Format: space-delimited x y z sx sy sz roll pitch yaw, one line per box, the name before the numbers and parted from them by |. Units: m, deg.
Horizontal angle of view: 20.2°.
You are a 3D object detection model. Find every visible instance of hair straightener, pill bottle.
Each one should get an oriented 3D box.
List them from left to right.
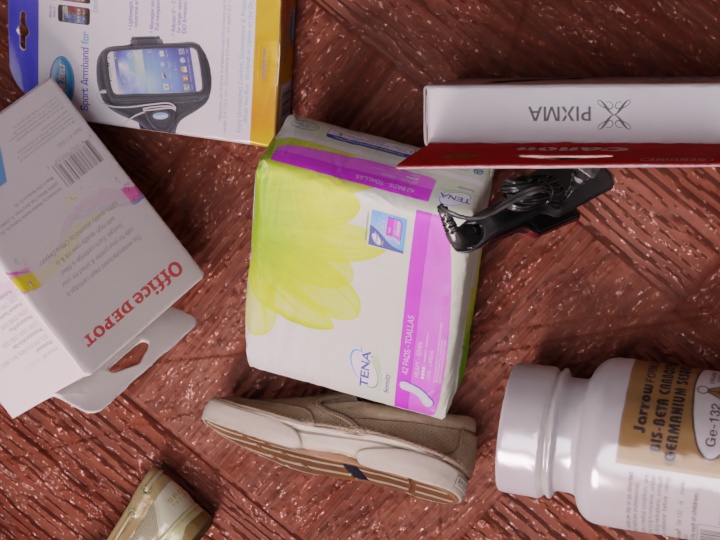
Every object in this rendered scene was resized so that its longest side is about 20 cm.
hair straightener | 0.109 -0.053 1.269 0.077 0.200 0.041 -44 73 30
pill bottle | 0.196 0.119 1.352 0.199 0.114 0.115 8 111 13

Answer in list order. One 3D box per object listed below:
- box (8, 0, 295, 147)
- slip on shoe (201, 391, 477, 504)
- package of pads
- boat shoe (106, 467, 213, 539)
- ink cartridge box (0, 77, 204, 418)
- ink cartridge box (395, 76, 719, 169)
box | -0.145 -0.158 1.391 0.199 0.041 0.119 10 111 15
slip on shoe | -0.013 0.112 1.441 0.200 0.076 0.061 12 72 20
package of pads | 0.000 0.000 1.358 0.154 0.068 0.200 15 133 11
boat shoe | -0.197 0.234 1.528 0.063 0.073 0.201 46 111 4
ink cartridge box | -0.220 -0.003 1.396 0.200 0.129 0.125 53 142 -7
ink cartridge box | 0.136 -0.095 1.258 0.199 0.176 0.045 1 99 15
